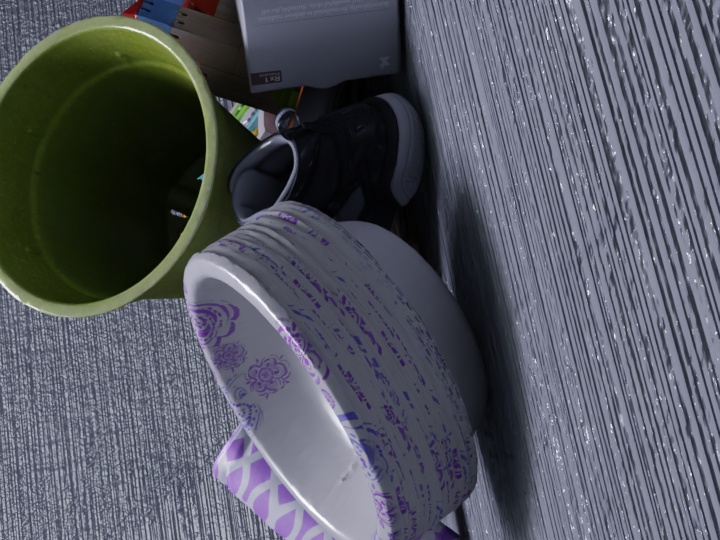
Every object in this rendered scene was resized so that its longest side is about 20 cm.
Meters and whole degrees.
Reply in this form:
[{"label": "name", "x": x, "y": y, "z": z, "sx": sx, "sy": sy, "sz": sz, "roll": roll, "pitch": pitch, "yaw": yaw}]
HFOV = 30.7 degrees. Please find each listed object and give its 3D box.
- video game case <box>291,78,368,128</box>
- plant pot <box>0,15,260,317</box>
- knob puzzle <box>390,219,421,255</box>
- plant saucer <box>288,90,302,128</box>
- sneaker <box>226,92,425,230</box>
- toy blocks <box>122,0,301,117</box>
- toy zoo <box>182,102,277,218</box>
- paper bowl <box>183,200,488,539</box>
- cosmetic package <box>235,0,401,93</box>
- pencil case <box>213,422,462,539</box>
[{"label": "video game case", "x": -0.021, "y": -0.101, "z": 1.038, "sx": 0.183, "sy": 0.024, "sz": 0.201, "roll": 85, "pitch": -167, "yaw": -49}, {"label": "plant pot", "x": -0.139, "y": -0.054, "z": 0.935, "sx": 0.190, "sy": 0.199, "sz": 0.201, "roll": 21, "pitch": -125, "yaw": -63}, {"label": "knob puzzle", "x": 0.021, "y": -0.034, "z": 0.982, "sx": 0.220, "sy": 0.030, "sz": 0.221, "roll": 170, "pitch": 90, "yaw": -86}, {"label": "plant saucer", "x": -0.065, "y": -0.144, "z": 1.187, "sx": 0.200, "sy": 0.032, "sz": 0.201, "roll": -48, "pitch": 22, "yaw": 26}, {"label": "sneaker", "x": -0.033, "y": -0.021, "z": 0.850, "sx": 0.076, "sy": 0.113, "sz": 0.201, "roll": 48, "pitch": 133, "yaw": 47}, {"label": "toy blocks", "x": -0.096, "y": -0.200, "z": 0.984, "sx": 0.100, "sy": 0.136, "sz": 0.201, "roll": 113, "pitch": 173, "yaw": -47}, {"label": "toy zoo", "x": -0.112, "y": -0.093, "z": 1.146, "sx": 0.131, "sy": 0.020, "sz": 0.200, "roll": -51, "pitch": 20, "yaw": 20}, {"label": "paper bowl", "x": -0.006, "y": 0.054, "z": 0.747, "sx": 0.201, "sy": 0.104, "sz": 0.201, "roll": 44, "pitch": 155, "yaw": 27}, {"label": "cosmetic package", "x": -0.040, "y": -0.220, "z": 0.897, "sx": 0.091, "sy": 0.106, "sz": 0.201, "roll": 86, "pitch": 171, "yaw": -47}, {"label": "pencil case", "x": -0.018, "y": 0.176, "z": 0.976, "sx": 0.200, "sy": 0.084, "sz": 0.086, "roll": 38, "pitch": 178, "yaw": 13}]
